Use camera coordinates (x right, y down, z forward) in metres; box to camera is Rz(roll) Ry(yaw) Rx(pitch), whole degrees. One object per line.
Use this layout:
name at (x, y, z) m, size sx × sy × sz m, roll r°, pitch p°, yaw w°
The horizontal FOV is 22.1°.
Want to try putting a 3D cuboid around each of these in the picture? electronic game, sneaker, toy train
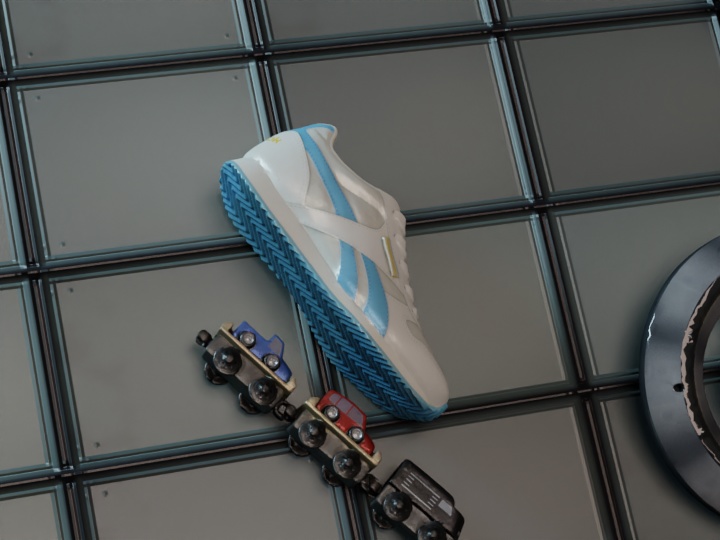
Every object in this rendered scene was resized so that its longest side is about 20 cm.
electronic game at (0.274, 0.069, 1.184) m, size 0.199 × 0.042 × 0.201 m, roll 2°, pitch 81°, yaw -13°
sneaker at (0.000, 0.000, 1.124) m, size 0.081 × 0.077 × 0.200 m, roll -32°, pitch 86°, yaw -23°
toy train at (-0.017, 0.097, 1.111) m, size 0.200 × 0.034 × 0.046 m, roll 41°, pitch 65°, yaw 0°
